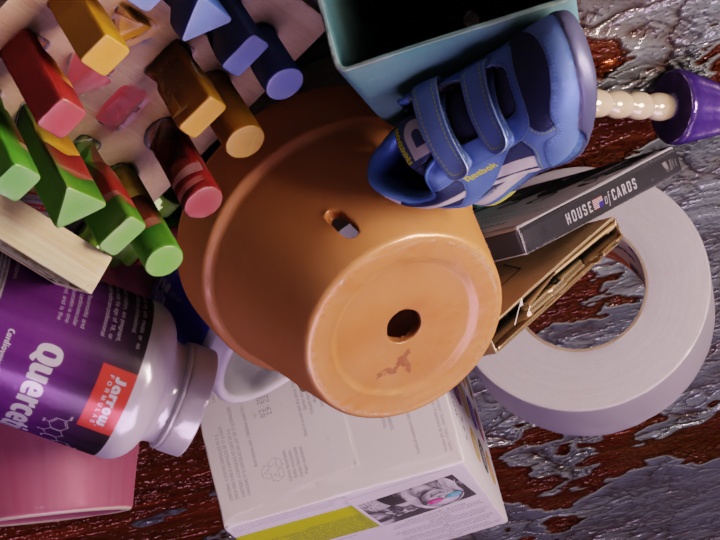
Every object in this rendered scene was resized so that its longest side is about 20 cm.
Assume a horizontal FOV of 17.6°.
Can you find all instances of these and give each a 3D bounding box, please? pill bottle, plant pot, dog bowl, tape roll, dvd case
[{"bbox_3d":[-0.201,0.056,1.555,0.200,0.113,0.112,21,145,-14],"label":"pill bottle"},{"bbox_3d":[-0.238,0.092,1.696,0.200,0.179,0.200,-6,172,-1],"label":"plant pot"},{"bbox_3d":[0.056,-0.165,1.410,0.141,0.141,0.200,-17,160,6],"label":"plant pot"},{"bbox_3d":[-0.053,-0.003,1.665,0.200,0.079,0.200,-40,161,-17],"label":"dog bowl"},{"bbox_3d":[0.172,0.024,1.801,0.200,0.200,0.066,-16,155,5],"label":"tape roll"},{"bbox_3d":[0.118,-0.038,1.679,0.150,0.025,0.200,-14,-171,44],"label":"dvd case"},{"bbox_3d":[0.000,0.000,1.492,0.200,0.140,0.200,-15,126,-21],"label":"plant pot"}]

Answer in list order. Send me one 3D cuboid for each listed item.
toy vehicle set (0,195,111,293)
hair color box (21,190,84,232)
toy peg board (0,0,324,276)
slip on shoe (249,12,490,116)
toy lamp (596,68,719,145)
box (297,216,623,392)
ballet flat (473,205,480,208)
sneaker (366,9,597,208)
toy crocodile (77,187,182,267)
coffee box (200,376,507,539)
[{"bbox_3d":[-0.254,-0.051,1.433,0.200,0.027,0.124,33,173,-15],"label":"toy vehicle set"},{"bbox_3d":[-0.205,-0.084,1.535,0.101,0.061,0.200,5,149,-38],"label":"hair color box"},{"bbox_3d":[-0.131,-0.102,1.389,0.199,0.098,0.200,-43,140,14],"label":"toy peg board"},{"bbox_3d":[0.008,-0.114,1.563,0.200,0.074,0.061,-24,131,11],"label":"slip on shoe"},{"bbox_3d":[0.181,-0.120,1.670,0.200,0.058,0.058,0,153,-29],"label":"toy lamp"},{"bbox_3d":[0.067,0.025,1.636,0.200,0.021,0.163,-14,-161,47],"label":"box"},{"bbox_3d":[0.064,-0.078,1.684,0.067,0.064,0.200,-37,-174,-9],"label":"ballet flat"},{"bbox_3d":[0.070,-0.083,1.332,0.082,0.074,0.200,-5,160,-25],"label":"sneaker"},{"bbox_3d":[-0.142,-0.031,1.624,0.068,0.062,0.200,-44,174,11],"label":"toy crocodile"},{"bbox_3d":[-0.013,0.120,1.913,0.200,0.200,0.198,-18,156,8],"label":"coffee box"}]
